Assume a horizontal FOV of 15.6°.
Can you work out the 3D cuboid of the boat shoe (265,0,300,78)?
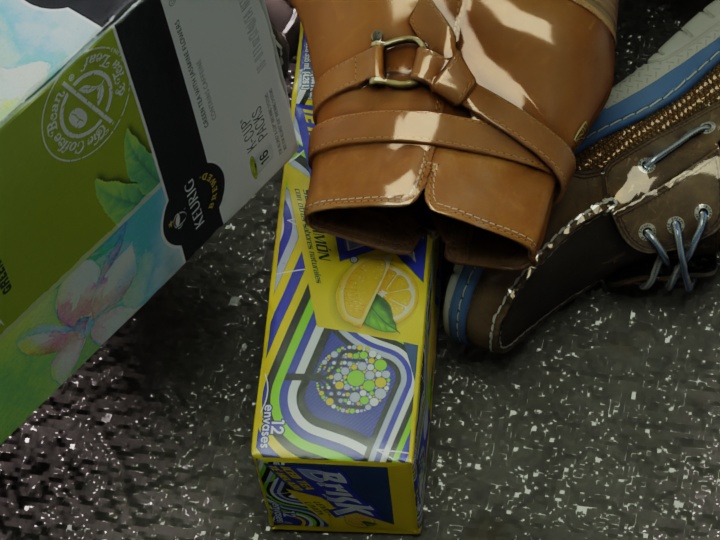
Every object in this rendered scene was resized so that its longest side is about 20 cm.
[{"bbox_3d":[-0.121,-0.113,1.137,0.199,0.072,0.060,10,44,19],"label":"boat shoe"}]

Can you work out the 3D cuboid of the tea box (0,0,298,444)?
[{"bbox_3d":[-0.166,-0.064,0.947,0.200,0.134,0.197,29,63,29],"label":"tea box"}]

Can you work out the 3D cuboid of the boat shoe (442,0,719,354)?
[{"bbox_3d":[0.117,-0.032,1.056,0.072,0.072,0.200,38,72,23],"label":"boat shoe"}]

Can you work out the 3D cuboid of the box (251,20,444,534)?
[{"bbox_3d":[0.000,0.000,1.053,0.064,0.070,0.201,2,61,6],"label":"box"}]

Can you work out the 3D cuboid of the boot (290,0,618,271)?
[{"bbox_3d":[-0.001,-0.083,1.027,0.199,0.077,0.156,13,68,8],"label":"boot"}]
